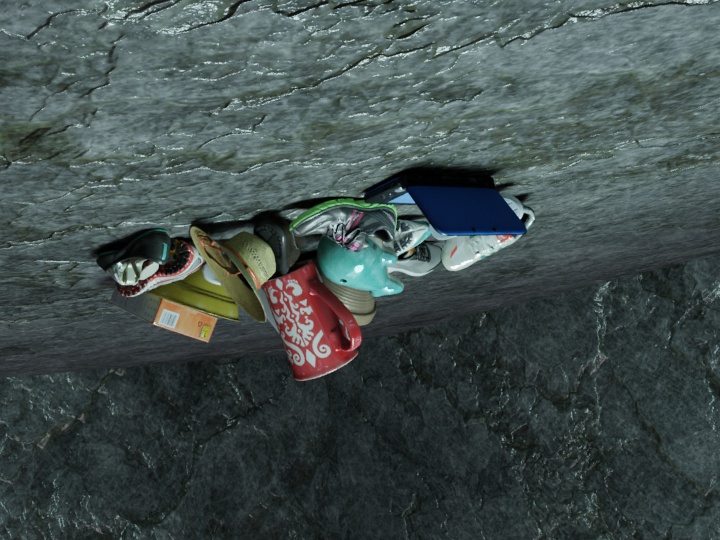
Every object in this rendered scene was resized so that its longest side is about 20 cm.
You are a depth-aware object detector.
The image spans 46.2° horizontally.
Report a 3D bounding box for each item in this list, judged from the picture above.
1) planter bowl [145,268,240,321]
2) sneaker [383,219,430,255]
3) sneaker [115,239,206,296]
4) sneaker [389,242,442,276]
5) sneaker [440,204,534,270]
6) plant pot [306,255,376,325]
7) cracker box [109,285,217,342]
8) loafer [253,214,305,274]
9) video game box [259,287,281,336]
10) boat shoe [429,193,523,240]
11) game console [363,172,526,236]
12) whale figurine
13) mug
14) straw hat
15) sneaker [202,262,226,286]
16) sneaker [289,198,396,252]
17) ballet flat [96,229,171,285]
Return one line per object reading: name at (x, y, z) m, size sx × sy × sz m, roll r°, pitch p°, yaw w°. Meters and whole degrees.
planter bowl at (-0.314, 0.028, 1.624) m, size 0.200 × 0.084 × 0.200 m, roll 18°, pitch 178°, yaw 1°
sneaker at (0.061, -0.052, 1.670) m, size 0.079 × 0.078 × 0.200 m, roll -16°, pitch 178°, yaw -42°
sneaker at (-0.363, 0.001, 1.528) m, size 0.199 × 0.078 × 0.082 m, roll -14°, pitch 171°, yaw 27°
sneaker at (0.110, -0.031, 1.834) m, size 0.200 × 0.074 × 0.079 m, roll -2°, pitch 163°, yaw -38°
sneaker at (0.240, -0.066, 1.587) m, size 0.199 × 0.071 × 0.093 m, roll -31°, pitch -174°, yaw -3°
plant pot at (-0.043, 0.021, 1.796) m, size 0.200 × 0.201 × 0.093 m, roll 3°, pitch 123°, yaw -52°
cracker box at (-0.398, 0.080, 1.696) m, size 0.134 × 0.058 × 0.200 m, roll 25°, pitch 174°, yaw -41°
loafer at (-0.137, -0.058, 1.479) m, size 0.071 × 0.073 × 0.200 m, roll -47°, pitch 173°, yaw -14°
video game box at (-0.145, 0.071, 1.844) m, size 0.182 × 0.200 × 0.047 m, roll 0°, pitch 130°, yaw -49°
boat shoe at (0.217, -0.107, 1.544) m, size 0.199 × 0.074 × 0.067 m, roll -8°, pitch -162°, yaw 42°
game console at (0.135, -0.091, 1.360) m, size 0.199 × 0.119 × 0.170 m, roll -2°, pitch 167°, yaw -37°
whale figurine at (0.000, 0.000, 1.600) m, size 0.159 × 0.104 × 0.200 m, roll -10°, pitch 138°, yaw 33°
mug at (-0.084, 0.084, 1.607) m, size 0.177 × 0.201 × 0.133 m, roll -19°, pitch -171°, yaw 20°
straw hat at (-0.193, -0.016, 1.429) m, size 0.085 × 0.201 × 0.201 m, roll -39°, pitch -179°, yaw -20°
sneaker at (-0.220, -0.005, 1.587) m, size 0.200 × 0.071 × 0.099 m, roll -17°, pitch 178°, yaw -38°
sneaker at (-0.021, -0.073, 1.411) m, size 0.199 × 0.084 × 0.077 m, roll -5°, pitch 169°, yaw -26°
ballet flat at (-0.391, -0.014, 1.440) m, size 0.068 × 0.069 × 0.200 m, roll 1°, pitch 166°, yaw -43°
